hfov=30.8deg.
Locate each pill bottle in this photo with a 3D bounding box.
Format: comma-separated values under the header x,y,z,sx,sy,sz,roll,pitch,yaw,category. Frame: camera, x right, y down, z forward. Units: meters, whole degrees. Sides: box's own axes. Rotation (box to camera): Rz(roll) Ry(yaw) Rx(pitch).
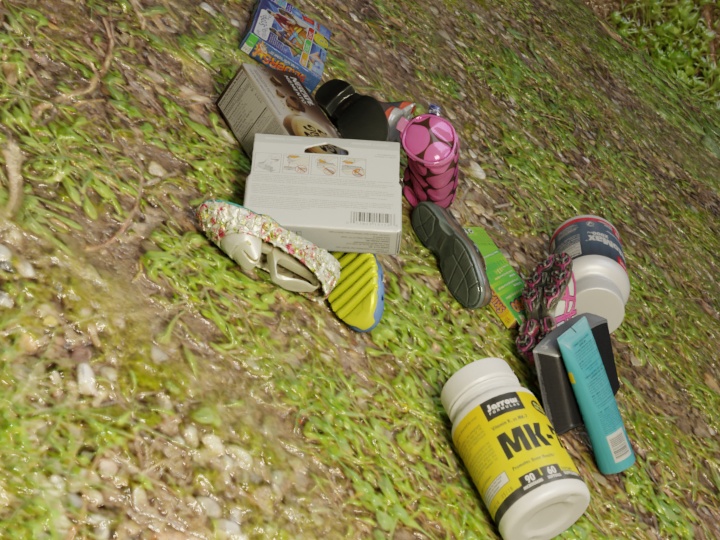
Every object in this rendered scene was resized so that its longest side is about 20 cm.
x,y,z,sx,sy,sz,roll,pitch,yaw,category
0.359,0.012,2.045,0.119,0.120,0.201,32,29,-15,pill bottle
0.175,0.209,1.533,0.113,0.115,0.201,12,38,-42,pill bottle

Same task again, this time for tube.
x,y,z,sx,sy,sz,roll,pitch,yaw,category
0.309,0.167,1.726,0.077,0.050,0.203,-33,107,-52,tube

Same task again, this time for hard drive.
x,y,z,sx,sy,sz,roll,pitch,yaw,category
0.300,0.139,1.794,0.199,0.042,0.137,-23,103,-57,hard drive

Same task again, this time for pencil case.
x,y,z,sx,sy,sz,roll,pitch,yaw,category
0.098,-0.156,1.909,0.093,0.200,0.092,20,70,10,pencil case

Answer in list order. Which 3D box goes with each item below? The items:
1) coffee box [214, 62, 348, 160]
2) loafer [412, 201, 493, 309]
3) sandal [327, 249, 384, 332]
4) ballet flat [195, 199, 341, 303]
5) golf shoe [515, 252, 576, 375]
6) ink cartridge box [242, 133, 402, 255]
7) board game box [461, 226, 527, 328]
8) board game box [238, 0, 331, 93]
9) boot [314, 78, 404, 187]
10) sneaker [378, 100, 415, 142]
x,y,z,sx,sy,sz,roll,pitch,yaw,category
-0.099,-0.183,1.795,0.112,0.080,0.201,2,47,-49,coffee box
0.145,-0.027,1.876,0.062,0.072,0.201,-1,45,-35,loafer
0.000,0.000,1.664,0.087,0.079,0.202,42,26,-41,sandal
-0.108,-0.021,1.564,0.198,0.076,0.065,24,49,-22,ballet flat
0.273,0.068,1.871,0.092,0.072,0.202,51,45,-39,golf shoe
-0.047,-0.099,1.657,0.197,0.044,0.175,4,42,-2,ink cartridge box
0.204,0.015,1.945,0.095,0.030,0.201,0,46,-51,board game box
-0.117,-0.369,2.091,0.134,0.035,0.201,32,29,-14,board game box
0.020,-0.176,1.874,0.175,0.069,0.200,55,-1,-41,boot
0.032,-0.239,2.034,0.081,0.078,0.200,23,7,8,sneaker
